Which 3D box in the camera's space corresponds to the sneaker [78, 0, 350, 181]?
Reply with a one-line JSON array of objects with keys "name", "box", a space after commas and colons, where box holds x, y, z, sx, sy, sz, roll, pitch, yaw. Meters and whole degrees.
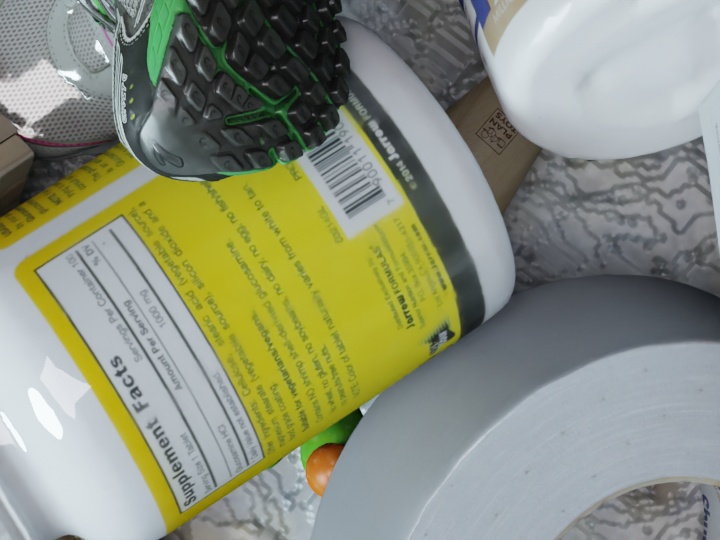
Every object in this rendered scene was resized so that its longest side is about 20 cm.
[{"name": "sneaker", "box": [-0.053, -0.086, 0.851, 0.085, 0.200, 0.078, -22, 121, 16]}]

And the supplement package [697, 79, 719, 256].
[{"name": "supplement package", "box": [0.199, 0.023, 0.817, 0.155, 0.111, 0.201, 0, 72, -13]}]

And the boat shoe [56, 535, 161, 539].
[{"name": "boat shoe", "box": [-0.110, 0.063, 0.965, 0.075, 0.075, 0.202, -27, 128, 17]}]

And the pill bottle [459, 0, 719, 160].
[{"name": "pill bottle", "box": [0.069, -0.146, 0.906, 0.111, 0.111, 0.200, -25, 60, 10]}]

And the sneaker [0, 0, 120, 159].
[{"name": "sneaker", "box": [-0.061, -0.108, 0.972, 0.200, 0.088, 0.081, -36, 89, 10]}]

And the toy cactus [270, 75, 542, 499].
[{"name": "toy cactus", "box": [0.000, 0.000, 0.980, 0.200, 0.102, 0.165, 40, 90, 12]}]

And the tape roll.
[{"name": "tape roll", "box": [0.085, 0.105, 0.934, 0.200, 0.066, 0.201, -7, 111, -19]}]

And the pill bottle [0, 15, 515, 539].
[{"name": "pill bottle", "box": [-0.060, 0.015, 0.876, 0.200, 0.112, 0.113, -33, 90, -11]}]

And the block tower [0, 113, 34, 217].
[{"name": "block tower", "box": [-0.199, -0.080, 0.992, 0.058, 0.054, 0.200, -36, 78, -31]}]
